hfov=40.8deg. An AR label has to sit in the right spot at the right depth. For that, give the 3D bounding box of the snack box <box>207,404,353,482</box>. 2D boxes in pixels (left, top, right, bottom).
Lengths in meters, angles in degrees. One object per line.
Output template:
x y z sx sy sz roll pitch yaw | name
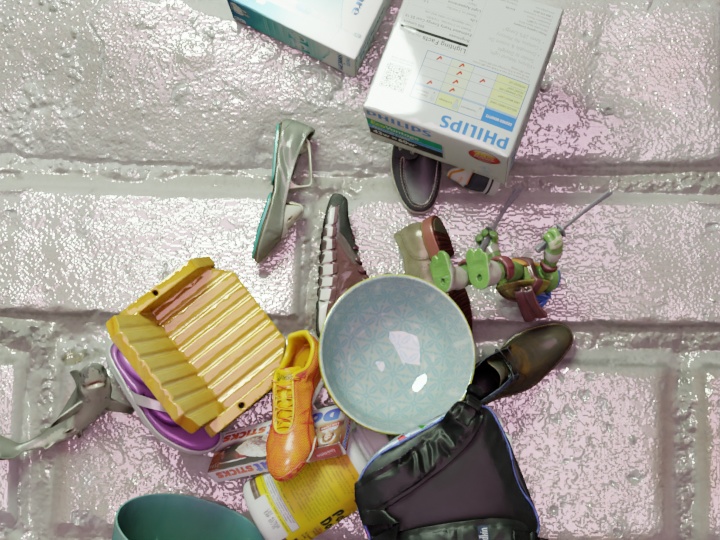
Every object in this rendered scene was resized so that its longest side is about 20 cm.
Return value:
-0.103 0.223 1.253 0.198 0.072 0.024 -17 122 22 | snack box

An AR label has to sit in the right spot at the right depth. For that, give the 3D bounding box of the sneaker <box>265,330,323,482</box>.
-0.091 0.167 1.215 0.072 0.077 0.202 -13 48 24 | sneaker

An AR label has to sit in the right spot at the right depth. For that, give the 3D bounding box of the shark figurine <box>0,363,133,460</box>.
-0.400 0.181 1.305 0.214 0.128 0.090 -37 60 15 | shark figurine

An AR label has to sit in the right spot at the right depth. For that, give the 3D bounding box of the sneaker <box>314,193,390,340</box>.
0.000 0.000 1.312 0.114 0.076 0.203 4 95 -4 | sneaker

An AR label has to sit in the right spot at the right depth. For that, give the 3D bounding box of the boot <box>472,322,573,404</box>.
0.201 0.131 1.279 0.199 0.097 0.075 -31 86 -2 | boot

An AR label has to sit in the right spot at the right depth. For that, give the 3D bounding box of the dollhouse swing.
-0.198 0.089 1.234 0.181 0.176 0.201 -38 85 -12 | dollhouse swing

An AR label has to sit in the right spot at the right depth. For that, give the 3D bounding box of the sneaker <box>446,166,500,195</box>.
0.170 -0.209 1.317 0.078 0.078 0.203 14 87 -4 | sneaker

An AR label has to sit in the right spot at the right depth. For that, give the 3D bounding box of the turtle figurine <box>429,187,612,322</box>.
0.191 -0.036 1.262 0.144 0.192 0.202 38 122 39 | turtle figurine

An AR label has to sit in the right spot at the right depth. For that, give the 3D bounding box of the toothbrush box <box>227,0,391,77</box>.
-0.063 -0.382 1.331 0.198 0.085 0.148 25 85 3 | toothbrush box

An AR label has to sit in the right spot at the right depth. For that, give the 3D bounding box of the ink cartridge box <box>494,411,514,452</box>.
0.137 0.291 1.253 0.127 0.125 0.203 -8 86 0 | ink cartridge box

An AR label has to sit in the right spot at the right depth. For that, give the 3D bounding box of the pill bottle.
-0.046 0.274 1.264 0.199 0.109 0.110 -32 86 -2 | pill bottle

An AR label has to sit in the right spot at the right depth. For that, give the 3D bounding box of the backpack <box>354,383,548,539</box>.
0.090 0.261 1.119 0.188 0.154 0.202 -20 75 -6 | backpack

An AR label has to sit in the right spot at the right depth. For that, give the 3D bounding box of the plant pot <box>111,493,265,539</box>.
-0.230 0.401 1.220 0.198 0.201 0.163 17 99 2 | plant pot

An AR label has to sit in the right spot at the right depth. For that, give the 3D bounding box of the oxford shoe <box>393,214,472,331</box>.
0.100 0.031 1.315 0.074 0.070 0.203 -16 86 26 | oxford shoe

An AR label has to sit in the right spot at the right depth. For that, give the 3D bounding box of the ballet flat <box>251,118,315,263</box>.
-0.100 -0.106 1.319 0.063 0.067 0.203 11 86 -6 | ballet flat

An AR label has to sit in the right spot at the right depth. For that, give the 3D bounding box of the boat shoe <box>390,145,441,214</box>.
0.077 -0.180 1.323 0.072 0.063 0.203 0 85 2 | boat shoe

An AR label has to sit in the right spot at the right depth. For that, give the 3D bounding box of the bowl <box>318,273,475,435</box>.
0.039 0.114 1.243 0.197 0.108 0.203 2 76 -8 | bowl

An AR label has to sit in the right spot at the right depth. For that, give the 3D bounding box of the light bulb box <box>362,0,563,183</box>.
0.129 -0.245 1.227 0.196 0.125 0.202 20 82 10 | light bulb box

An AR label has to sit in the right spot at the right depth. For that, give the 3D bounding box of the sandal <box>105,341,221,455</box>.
-0.264 0.164 1.284 0.202 0.050 0.082 43 48 8 | sandal
